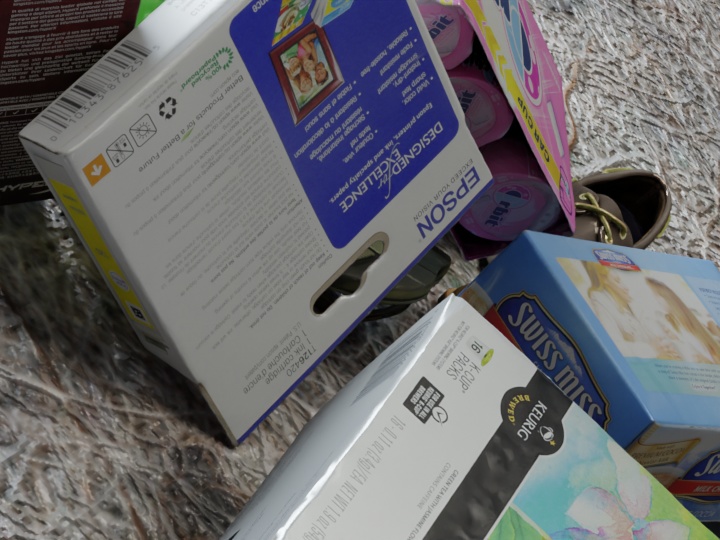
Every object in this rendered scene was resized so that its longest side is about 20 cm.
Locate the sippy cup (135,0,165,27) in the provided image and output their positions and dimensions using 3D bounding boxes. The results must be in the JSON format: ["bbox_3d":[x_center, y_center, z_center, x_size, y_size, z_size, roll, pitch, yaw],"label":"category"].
[{"bbox_3d":[-0.077,-0.106,1.487,0.130,0.178,0.140,16,5,-23],"label":"sippy cup"}]

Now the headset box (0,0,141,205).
[{"bbox_3d":[-0.163,-0.151,1.370,0.077,0.200,0.149,-10,53,-24],"label":"headset box"}]

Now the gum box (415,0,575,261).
[{"bbox_3d":[0.050,-0.114,1.537,0.200,0.066,0.114,60,22,-46],"label":"gum box"}]

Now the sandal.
[{"bbox_3d":[0.001,0.001,1.582,0.080,0.057,0.201,44,9,11],"label":"sandal"}]

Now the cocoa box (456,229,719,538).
[{"bbox_3d":[0.130,0.074,1.568,0.200,0.131,0.134,8,43,-53],"label":"cocoa box"}]

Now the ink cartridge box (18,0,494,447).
[{"bbox_3d":[-0.042,-0.053,1.392,0.047,0.198,0.200,26,-27,41],"label":"ink cartridge box"}]

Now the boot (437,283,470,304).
[{"bbox_3d":[0.122,0.026,1.702,0.200,0.075,0.074,11,42,-49],"label":"boot"}]

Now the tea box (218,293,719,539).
[{"bbox_3d":[0.036,0.157,1.229,0.197,0.134,0.200,43,43,-5],"label":"tea box"}]

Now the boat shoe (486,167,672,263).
[{"bbox_3d":[0.138,-0.024,1.820,0.072,0.060,0.200,50,25,10],"label":"boat shoe"}]
